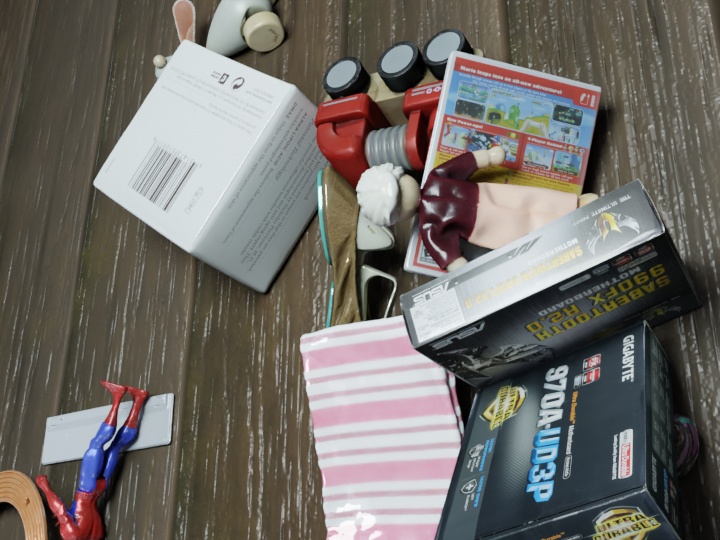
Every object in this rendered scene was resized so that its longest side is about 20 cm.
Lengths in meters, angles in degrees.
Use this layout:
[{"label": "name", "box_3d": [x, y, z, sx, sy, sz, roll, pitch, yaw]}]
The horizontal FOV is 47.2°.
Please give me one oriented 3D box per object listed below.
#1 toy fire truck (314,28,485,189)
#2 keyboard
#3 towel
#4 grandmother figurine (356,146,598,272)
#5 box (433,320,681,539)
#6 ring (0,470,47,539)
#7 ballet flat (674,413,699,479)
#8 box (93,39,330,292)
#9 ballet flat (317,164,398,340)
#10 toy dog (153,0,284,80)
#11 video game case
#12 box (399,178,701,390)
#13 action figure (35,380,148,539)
[{"label": "toy fire truck", "box_3d": [0.046, -0.104, 0.806, 0.174, 0.129, 0.202, -7, 57, 29]}, {"label": "keyboard", "box_3d": [-0.294, 0.184, 0.948, 0.198, 0.011, 0.057, -14, 69, 26]}, {"label": "towel", "box_3d": [0.021, 0.143, 0.726, 0.145, 0.030, 0.202, -13, 82, 26]}, {"label": "grandmother figurine", "box_3d": [0.093, -0.046, 0.690, 0.198, 0.061, 0.122, 13, 64, 0]}, {"label": "box", "box_3d": [0.143, 0.131, 0.594, 0.158, 0.046, 0.200, -28, 15, 29]}, {"label": "ring", "box_3d": [-0.408, 0.331, 0.935, 0.199, 0.019, 0.203, -14, 68, 36]}, {"label": "ballet flat", "box_3d": [0.169, 0.173, 0.630, 0.200, 0.071, 0.069, -41, 51, 11]}, {"label": "box", "box_3d": [-0.151, -0.116, 0.908, 0.198, 0.131, 0.201, 30, 87, 36]}, {"label": "ballet flat", "box_3d": [0.000, 0.000, 0.785, 0.072, 0.068, 0.202, -1, 93, 14]}, {"label": "toy dog", "box_3d": [-0.186, -0.300, 1.028, 0.200, 0.096, 0.132, -45, 54, 7]}, {"label": "video game case", "box_3d": [0.127, -0.082, 0.731, 0.141, 0.017, 0.202, 13, 84, -3]}, {"label": "box", "box_3d": [0.152, 0.024, 0.649, 0.199, 0.158, 0.049, -26, 58, 19]}, {"label": "action figure", "box_3d": [-0.308, 0.219, 0.903, 0.098, 0.065, 0.202, 9, 78, 28]}]
